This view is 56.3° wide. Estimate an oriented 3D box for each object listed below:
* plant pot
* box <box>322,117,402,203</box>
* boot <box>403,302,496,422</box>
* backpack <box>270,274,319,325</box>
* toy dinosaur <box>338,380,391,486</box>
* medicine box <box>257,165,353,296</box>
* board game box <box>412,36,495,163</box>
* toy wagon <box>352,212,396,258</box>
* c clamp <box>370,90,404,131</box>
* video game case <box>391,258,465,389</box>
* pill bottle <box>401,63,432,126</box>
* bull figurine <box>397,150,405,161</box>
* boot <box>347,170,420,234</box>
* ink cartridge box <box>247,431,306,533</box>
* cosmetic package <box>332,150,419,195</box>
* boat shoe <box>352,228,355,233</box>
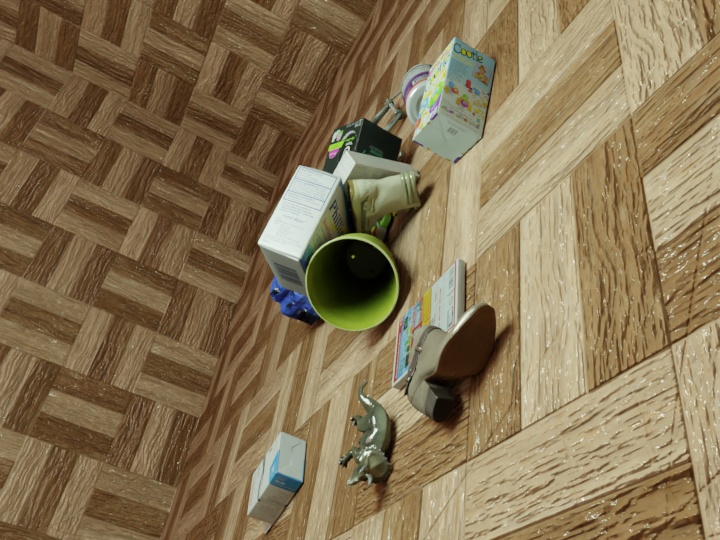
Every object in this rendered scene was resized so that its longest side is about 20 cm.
[{"bbox_3d":[0.000,0.000,1.383,0.189,0.185,0.200,-60,-1,19],"label":"plant pot"},{"bbox_3d":[-0.008,-0.234,1.607,0.148,0.123,0.204,-1,71,59],"label":"box"},{"bbox_3d":[0.118,0.114,0.968,0.203,0.069,0.146,-65,17,13],"label":"boot"},{"bbox_3d":[-0.136,0.038,1.760,0.199,0.165,0.166,-32,43,57],"label":"backpack"},{"bbox_3d":[0.020,0.275,1.102,0.102,0.077,0.202,-32,30,43],"label":"toy dinosaur"},{"bbox_3d":[-0.107,-0.077,1.405,0.183,0.101,0.203,73,-140,-61],"label":"medicine box"},{"bbox_3d":[0.186,-0.336,1.332,0.103,0.103,0.203,-41,29,57],"label":"board game box"},{"bbox_3d":[0.024,-0.067,1.601,0.202,0.039,0.156,-61,17,20],"label":"toy wagon"},{"bbox_3d":[0.077,-0.441,1.902,0.170,0.027,0.201,-39,27,17],"label":"c clamp"},{"bbox_3d":[0.112,0.091,1.120,0.200,0.017,0.145,-51,22,43],"label":"video game case"},{"bbox_3d":[0.150,-0.404,1.535,0.112,0.110,0.201,-58,17,26],"label":"pill bottle"},{"bbox_3d":[0.053,-0.247,1.712,0.121,0.064,0.203,-37,37,48],"label":"bull figurine"},{"bbox_3d":[0.055,-0.136,1.451,0.201,0.151,0.073,79,179,-60],"label":"boot"},{"bbox_3d":[-0.195,0.474,1.496,0.202,0.067,0.117,-58,17,28],"label":"ink cartridge box"},{"bbox_3d":[0.033,-0.204,1.481,0.083,0.197,0.051,-54,51,30],"label":"cosmetic package"},{"bbox_3d":[-0.024,-0.096,1.775,0.066,0.074,0.201,-20,28,21],"label":"boat shoe"}]
